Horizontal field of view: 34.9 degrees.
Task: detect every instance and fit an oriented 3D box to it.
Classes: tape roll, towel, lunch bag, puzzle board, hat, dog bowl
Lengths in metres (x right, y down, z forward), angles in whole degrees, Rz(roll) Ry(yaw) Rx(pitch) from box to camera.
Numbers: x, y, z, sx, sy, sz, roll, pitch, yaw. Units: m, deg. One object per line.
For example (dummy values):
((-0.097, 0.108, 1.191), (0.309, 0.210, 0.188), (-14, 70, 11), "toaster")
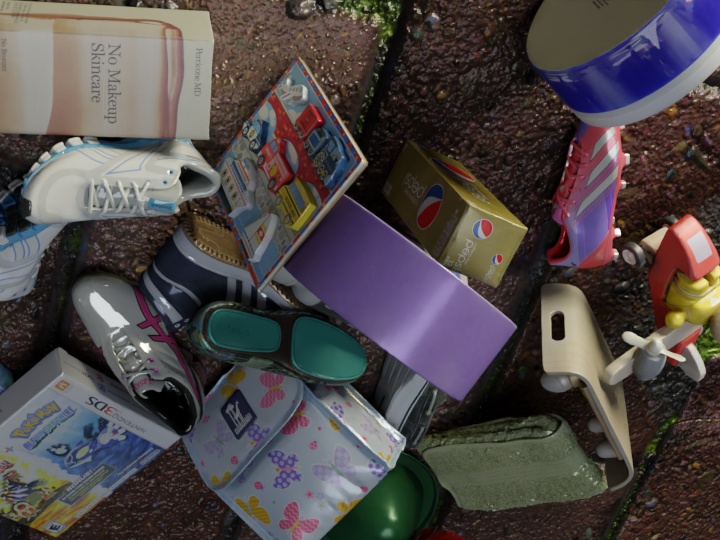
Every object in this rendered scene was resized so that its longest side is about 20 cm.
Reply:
((0.035, 0.023, 1.015), (0.200, 0.200, 0.085), (36, 92, -27), "tape roll")
((0.175, 0.230, 1.342), (0.200, 0.036, 0.148), (-15, 130, 32), "towel")
((-0.082, 0.187, 1.245), (0.200, 0.127, 0.170), (45, 104, 4), "lunch bag")
((-0.076, -0.094, 1.046), (0.017, 0.200, 0.151), (28, 111, -35), "puzzle board")
((0.027, 0.318, 1.320), (0.166, 0.176, 0.200), (17, 117, -18), "hat")
((0.250, -0.230, 1.034), (0.200, 0.200, 0.079), (-43, 118, 14), "dog bowl")

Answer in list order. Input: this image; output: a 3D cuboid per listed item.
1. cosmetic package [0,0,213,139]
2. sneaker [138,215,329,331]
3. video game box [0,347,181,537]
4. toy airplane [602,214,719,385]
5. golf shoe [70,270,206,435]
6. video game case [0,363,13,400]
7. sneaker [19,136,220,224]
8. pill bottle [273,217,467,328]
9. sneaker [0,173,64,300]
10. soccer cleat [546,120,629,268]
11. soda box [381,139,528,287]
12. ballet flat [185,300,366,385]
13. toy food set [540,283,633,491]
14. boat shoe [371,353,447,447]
((-0.235, -0.179, 1.028), (0.200, 0.087, 0.103), (-1, 119, -12), "cosmetic package")
((-0.134, 0.028, 1.185), (0.200, 0.070, 0.108), (32, 117, -32), "sneaker")
((-0.326, 0.190, 1.230), (0.200, 0.047, 0.182), (-39, 133, 12), "video game box")
((0.368, 0.052, 1.259), (0.199, 0.141, 0.200), (16, 103, -42), "toy airplane")
((-0.224, 0.084, 1.184), (0.073, 0.092, 0.200), (-33, 116, 8), "golf shoe")
((-0.492, 0.106, 1.168), (0.181, 0.045, 0.200), (-34, 122, 10), "video game case")
((-0.210, -0.078, 1.037), (0.200, 0.087, 0.075), (-24, 138, -42), "sneaker")
((0.000, 0.000, 1.168), (0.200, 0.114, 0.114), (27, 111, -24), "pill bottle")
((-0.334, -0.022, 1.113), (0.200, 0.075, 0.087), (-32, 135, 11), "sneaker")
((0.234, -0.088, 1.197), (0.076, 0.067, 0.200), (-7, 124, -2), "soccer cleat")
((0.085, -0.059, 1.098), (0.068, 0.200, 0.064), (21, 107, -22), "soda box")
((-0.087, 0.073, 1.156), (0.200, 0.074, 0.074), (21, 114, -33), "ballet flat")
((0.249, 0.130, 1.283), (0.060, 0.144, 0.200), (-17, 125, 20), "toy food set")
((0.066, 0.123, 1.290), (0.071, 0.072, 0.200), (5, 130, -24), "boat shoe")
